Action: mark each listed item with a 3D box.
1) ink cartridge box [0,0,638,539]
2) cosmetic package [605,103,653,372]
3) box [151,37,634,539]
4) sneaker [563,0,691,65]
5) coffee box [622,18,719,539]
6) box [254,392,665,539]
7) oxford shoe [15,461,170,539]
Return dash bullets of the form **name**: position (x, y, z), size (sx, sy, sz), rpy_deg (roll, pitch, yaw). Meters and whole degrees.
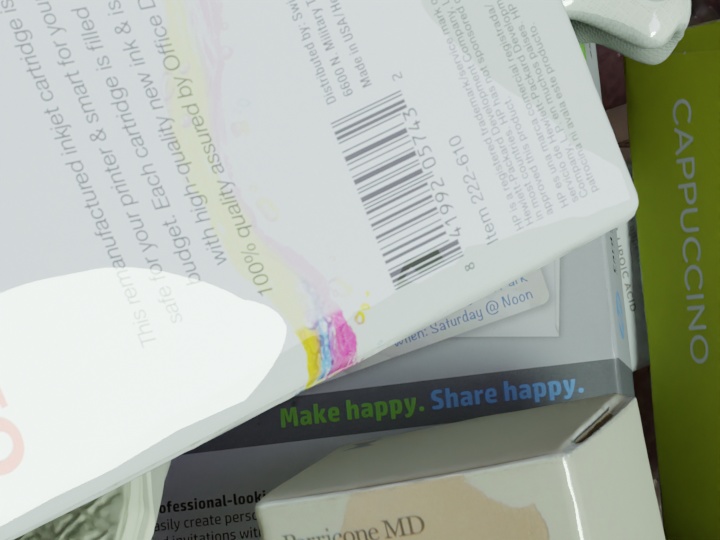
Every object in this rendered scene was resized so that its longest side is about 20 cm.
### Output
- **ink cartridge box**: position (-0.053, -0.037, 0.643), size (0.200, 0.085, 0.145), rpy_deg (-27, 102, -23)
- **cosmetic package**: position (0.089, -0.013, 0.904), size (0.200, 0.102, 0.074), rpy_deg (-23, 104, -34)
- **box**: position (0.000, 0.000, 0.791), size (0.041, 0.156, 0.201), rpy_deg (41, 43, -75)
- **sneaker**: position (-0.001, -0.064, 0.748), size (0.200, 0.075, 0.081), rpy_deg (-23, 86, 8)
- **coffee box**: position (0.221, 0.009, 0.810), size (0.197, 0.200, 0.200), rpy_deg (-4, 89, -33)
- **box**: position (0.045, 0.142, 0.710), size (0.078, 0.095, 0.200), rpy_deg (-26, 103, -69)
- **oxford shoe**: position (-0.081, 0.065, 0.706), size (0.200, 0.075, 0.058), rpy_deg (-87, 157, -46)
